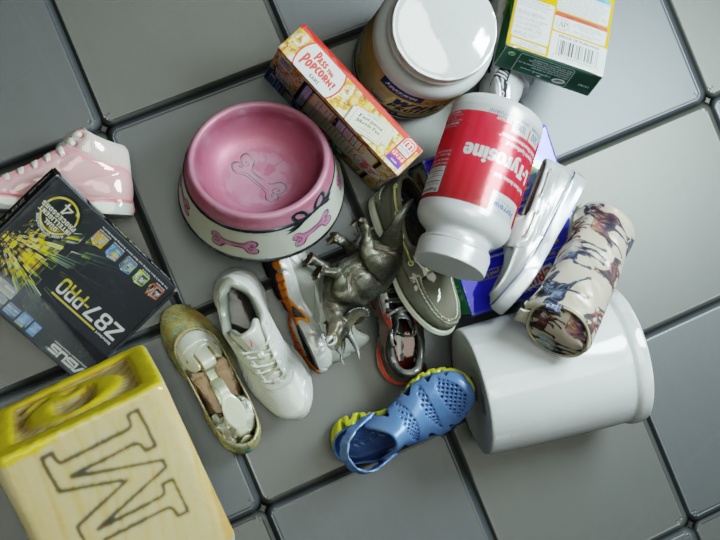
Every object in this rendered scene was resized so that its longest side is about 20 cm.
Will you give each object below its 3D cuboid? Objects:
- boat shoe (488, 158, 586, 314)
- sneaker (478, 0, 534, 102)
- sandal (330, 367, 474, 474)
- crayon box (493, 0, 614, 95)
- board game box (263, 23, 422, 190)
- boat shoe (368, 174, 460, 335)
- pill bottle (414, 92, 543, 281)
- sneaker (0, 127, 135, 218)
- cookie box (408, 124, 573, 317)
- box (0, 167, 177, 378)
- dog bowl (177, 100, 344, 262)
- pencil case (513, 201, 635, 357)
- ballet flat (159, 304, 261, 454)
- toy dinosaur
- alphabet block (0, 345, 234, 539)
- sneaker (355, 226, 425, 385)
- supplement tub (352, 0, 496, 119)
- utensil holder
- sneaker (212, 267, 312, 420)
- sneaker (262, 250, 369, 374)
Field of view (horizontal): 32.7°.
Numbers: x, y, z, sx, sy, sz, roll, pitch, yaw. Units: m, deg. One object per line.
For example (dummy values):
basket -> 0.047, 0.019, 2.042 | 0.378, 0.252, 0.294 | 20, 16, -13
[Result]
boat shoe -> 0.196, -0.042, 1.468 | 0.065, 0.074, 0.200 | 32, 73, -2
sneaker -> 0.215, -0.257, 1.540 | 0.115, 0.075, 0.200 | 9, 71, -10
sandal -> 0.049, 0.186, 1.454 | 0.200, 0.087, 0.080 | -33, 98, 16
crayon box -> 0.245, -0.325, 1.510 | 0.126, 0.052, 0.200 | 17, 65, -7
board game box -> -0.025, -0.189, 1.465 | 0.046, 0.152, 0.200 | -44, 96, -10
boat shoe -> 0.072, -0.020, 1.478 | 0.072, 0.060, 0.202 | -8, 67, -39
pill bottle -> 0.133, -0.095, 1.425 | 0.112, 0.112, 0.200 | 21, 76, -9
sneaker -> -0.364, -0.117, 1.435 | 0.200, 0.075, 0.105 | 1, 91, -18
cookie box -> 0.174, -0.060, 1.533 | 0.171, 0.075, 0.200 | -17, 90, -11
box -> -0.336, 0.007, 1.408 | 0.161, 0.049, 0.200 | -43, 116, -2
dog bowl -> -0.118, -0.113, 1.442 | 0.200, 0.074, 0.200 | 0, 61, 0
pencil case -> 0.255, 0.005, 1.431 | 0.089, 0.078, 0.200 | 33, 51, -1
ballet flat -> -0.175, 0.128, 1.462 | 0.071, 0.071, 0.200 | -28, 92, -11
toy dinosaur -> 0.000, 0.000, 1.443 | 0.102, 0.077, 0.200 | 43, 78, -25
alphabet block -> -0.278, 0.226, 1.354 | 0.196, 0.195, 0.200 | -26, 106, -13
sneaker -> 0.047, 0.041, 1.499 | 0.077, 0.082, 0.200 | -14, 90, -11
supplement tub -> 0.076, -0.266, 1.463 | 0.144, 0.200, 0.144 | 1, 87, -10
utensil holder -> 0.228, 0.123, 1.489 | 0.200, 0.170, 0.170 | -13, 89, -8
sneaker -> -0.124, 0.093, 1.453 | 0.078, 0.099, 0.200 | -30, 90, 4
sneaker -> -0.055, 0.019, 1.494 | 0.092, 0.076, 0.200 | -23, 99, -18
